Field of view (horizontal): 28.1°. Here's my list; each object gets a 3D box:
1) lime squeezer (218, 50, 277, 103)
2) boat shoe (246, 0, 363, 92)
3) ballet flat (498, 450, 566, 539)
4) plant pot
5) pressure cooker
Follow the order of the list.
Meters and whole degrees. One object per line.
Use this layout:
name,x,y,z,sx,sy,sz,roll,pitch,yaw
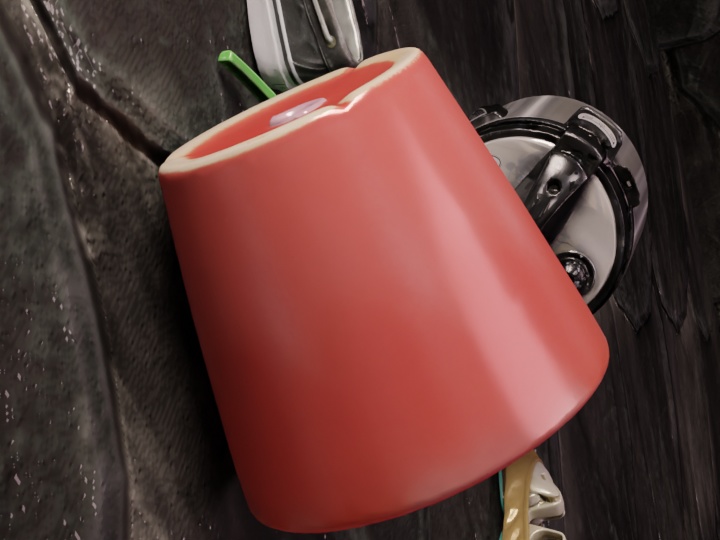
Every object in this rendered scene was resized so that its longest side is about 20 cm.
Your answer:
lime squeezer,-0.038,-0.052,0.873,0.070,0.037,0.202,-36,122,-33
boat shoe,-0.036,-0.211,0.864,0.072,0.070,0.203,-28,109,-69
ballet flat,0.150,0.223,1.245,0.201,0.062,0.069,-79,154,-43
plant pot,0.000,0.000,0.714,0.179,0.199,0.201,66,23,-13
pressure cooker,0.138,-0.044,1.140,0.200,0.176,0.178,-44,127,-67
